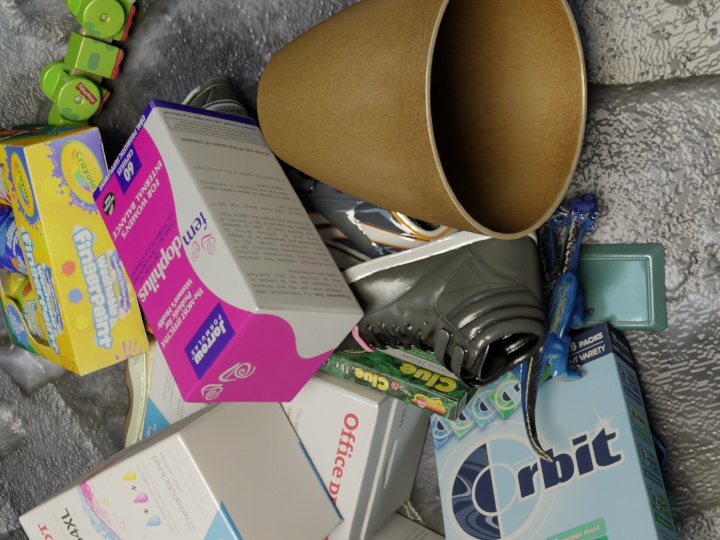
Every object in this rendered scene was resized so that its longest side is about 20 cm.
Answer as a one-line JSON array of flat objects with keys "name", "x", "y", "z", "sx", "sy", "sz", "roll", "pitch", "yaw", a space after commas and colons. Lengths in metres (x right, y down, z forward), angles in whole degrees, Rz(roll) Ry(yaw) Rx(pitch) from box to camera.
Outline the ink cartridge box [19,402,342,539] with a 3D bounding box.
[{"name": "ink cartridge box", "x": -0.143, "y": 0.192, "z": 0.910, "sx": 0.199, "sy": 0.125, "sz": 0.129, "roll": -30, "pitch": 90, "yaw": 28}]

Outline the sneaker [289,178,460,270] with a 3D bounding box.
[{"name": "sneaker", "x": -0.013, "y": -0.042, "z": 0.952, "sx": 0.199, "sy": 0.078, "sz": 0.080, "roll": 24, "pitch": 95, "yaw": 11}]

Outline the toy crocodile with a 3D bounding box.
[{"name": "toy crocodile", "x": -0.239, "y": -0.198, "z": 1.079, "sx": 0.067, "sy": 0.061, "sz": 0.201, "roll": 39, "pitch": 112, "yaw": 52}]

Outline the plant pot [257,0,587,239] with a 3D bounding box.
[{"name": "plant pot", "x": 0.026, "y": -0.120, "z": 0.851, "sx": 0.199, "sy": 0.186, "sz": 0.188, "roll": 4, "pitch": 102, "yaw": 40}]

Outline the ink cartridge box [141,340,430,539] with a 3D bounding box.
[{"name": "ink cartridge box", "x": -0.057, "y": 0.119, "z": 1.005, "sx": 0.199, "sy": 0.146, "sz": 0.148, "roll": 20, "pitch": 110, "yaw": 20}]

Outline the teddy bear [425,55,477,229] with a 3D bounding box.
[{"name": "teddy bear", "x": 0.066, "y": -0.132, "z": 0.957, "sx": 0.145, "sy": 0.067, "sz": 0.200, "roll": -36, "pitch": 91, "yaw": 30}]

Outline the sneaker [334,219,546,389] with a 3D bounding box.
[{"name": "sneaker", "x": 0.041, "y": 0.043, "z": 0.853, "sx": 0.199, "sy": 0.071, "sz": 0.100, "roll": -21, "pitch": 57, "yaw": 13}]

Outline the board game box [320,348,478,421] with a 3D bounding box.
[{"name": "board game box", "x": 0.005, "y": 0.050, "z": 0.948, "sx": 0.199, "sy": 0.105, "sz": 0.024, "roll": 20, "pitch": 122, "yaw": 20}]

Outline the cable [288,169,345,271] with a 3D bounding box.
[{"name": "cable", "x": 0.000, "y": 0.000, "z": 1.002, "sx": 0.200, "sy": 0.050, "sz": 0.098, "roll": 32, "pitch": 111, "yaw": 27}]

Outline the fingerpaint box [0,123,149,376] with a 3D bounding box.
[{"name": "fingerpaint box", "x": -0.275, "y": -0.023, "z": 1.066, "sx": 0.166, "sy": 0.073, "sz": 0.201, "roll": 12, "pitch": 116, "yaw": 53}]

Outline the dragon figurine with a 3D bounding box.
[{"name": "dragon figurine", "x": 0.134, "y": 0.033, "z": 0.889, "sx": 0.059, "sy": 0.201, "sz": 0.100, "roll": 6, "pitch": 144, "yaw": 25}]

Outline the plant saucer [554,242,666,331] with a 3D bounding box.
[{"name": "plant saucer", "x": 0.143, "y": 0.015, "z": 0.968, "sx": 0.199, "sy": 0.019, "sz": 0.070, "roll": 0, "pitch": 100, "yaw": 24}]

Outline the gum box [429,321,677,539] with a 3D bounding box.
[{"name": "gum box", "x": 0.142, "y": 0.162, "z": 0.918, "sx": 0.169, "sy": 0.044, "sz": 0.201, "roll": -28, "pitch": 48, "yaw": 26}]

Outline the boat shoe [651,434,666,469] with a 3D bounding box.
[{"name": "boat shoe", "x": 0.161, "y": 0.203, "z": 0.966, "sx": 0.084, "sy": 0.069, "sz": 0.201, "roll": 36, "pitch": 112, "yaw": 14}]

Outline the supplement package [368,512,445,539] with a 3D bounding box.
[{"name": "supplement package", "x": -0.007, "y": 0.274, "z": 1.030, "sx": 0.199, "sy": 0.117, "sz": 0.118, "roll": 24, "pitch": 109, "yaw": 19}]

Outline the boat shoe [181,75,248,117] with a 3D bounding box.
[{"name": "boat shoe", "x": -0.158, "y": -0.084, "z": 1.066, "sx": 0.200, "sy": 0.070, "sz": 0.064, "roll": -49, "pitch": 46, "yaw": 32}]

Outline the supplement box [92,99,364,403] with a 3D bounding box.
[{"name": "supplement box", "x": -0.099, "y": -0.013, "z": 0.862, "sx": 0.101, "sy": 0.103, "sz": 0.200, "roll": -51, "pitch": 55, "yaw": 29}]

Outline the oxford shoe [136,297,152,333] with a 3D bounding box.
[{"name": "oxford shoe", "x": -0.130, "y": -0.035, "z": 1.050, "sx": 0.071, "sy": 0.073, "sz": 0.200, "roll": 41, "pitch": 113, "yaw": 8}]

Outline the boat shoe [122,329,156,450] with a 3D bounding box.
[{"name": "boat shoe", "x": -0.175, "y": 0.142, "z": 1.112, "sx": 0.076, "sy": 0.072, "sz": 0.201, "roll": 2, "pitch": 101, "yaw": 12}]
